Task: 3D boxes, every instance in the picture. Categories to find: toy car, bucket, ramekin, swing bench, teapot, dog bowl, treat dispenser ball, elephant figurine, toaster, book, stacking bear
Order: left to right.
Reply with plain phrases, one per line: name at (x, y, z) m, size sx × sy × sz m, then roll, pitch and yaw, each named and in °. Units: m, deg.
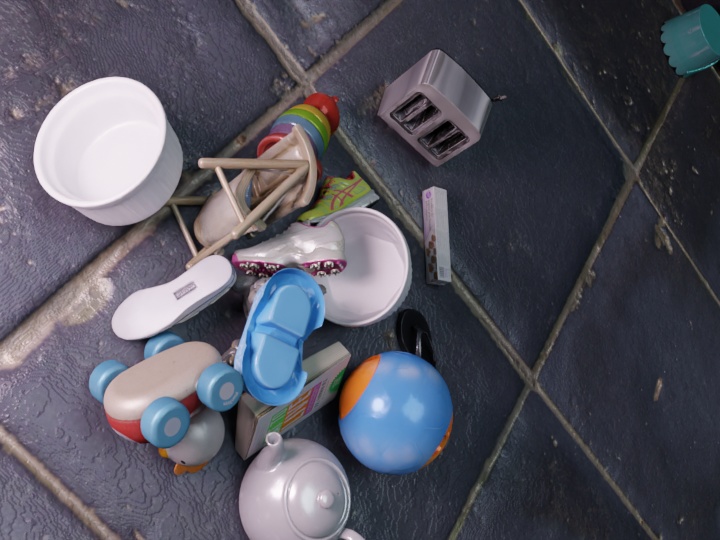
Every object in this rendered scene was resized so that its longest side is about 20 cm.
ramekin at (-0.354, -0.165, 1.012) m, size 0.195 × 0.098 × 0.205 m, roll -4°, pitch 69°, yaw 9°
toy car at (-0.263, 0.223, 1.008) m, size 0.175 × 0.182 × 0.204 m, roll -30°, pitch 123°, yaw -37°
swing bench at (-0.186, -0.115, 1.114) m, size 0.198 × 0.198 × 0.132 m, roll -28°, pitch 93°, yaw -37°
elephant figurine at (-0.155, 0.116, 1.130) m, size 0.141 × 0.152 × 0.205 m, roll 18°, pitch 73°, yaw -66°
dog bowl at (-0.123, 0.098, 1.037) m, size 0.110 × 0.049 × 0.204 m, roll 29°, pitch 65°, yaw -30°
book at (-0.110, 0.208, 1.126) m, size 0.198 × 0.135 × 0.048 m, roll -29°, pitch 60°, yaw -38°
stacking bear at (-0.099, -0.251, 1.282) m, size 0.114 × 0.120 × 0.202 m, roll 50°, pitch 44°, yaw -22°
teapot at (-0.083, 0.358, 1.087) m, size 0.197 × 0.145 × 0.203 m, roll 10°, pitch 71°, yaw -35°
ramekin at (0.000, 0.000, 1.225) m, size 0.105 × 0.195 × 0.205 m, roll 30°, pitch 51°, yaw -72°
treat dispenser ball at (0.059, 0.241, 1.190) m, size 0.197 × 0.199 × 0.206 m, roll 11°, pitch 70°, yaw -33°
toaster at (0.159, -0.332, 1.435) m, size 0.180 × 0.199 × 0.120 m, roll 37°, pitch 54°, yaw -22°
bucket at (1.098, -0.754, 2.293) m, size 0.204 × 0.134 × 0.213 m, roll 10°, pitch 72°, yaw -34°

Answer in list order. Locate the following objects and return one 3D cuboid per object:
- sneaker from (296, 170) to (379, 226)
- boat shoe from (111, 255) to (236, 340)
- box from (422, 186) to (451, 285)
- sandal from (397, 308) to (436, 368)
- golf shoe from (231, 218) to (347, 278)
sneaker at (-0.055, -0.127, 1.301) m, size 0.199 × 0.078 × 0.091 m, roll -30°, pitch 87°, yaw -44°
boat shoe at (-0.278, 0.045, 1.063) m, size 0.198 × 0.066 × 0.073 m, roll -34°, pitch 74°, yaw -7°
box at (0.158, -0.071, 1.457) m, size 0.041 × 0.038 × 0.205 m, roll 9°, pitch 72°, yaw -35°
sandal at (0.123, 0.172, 1.358) m, size 0.075 × 0.043 × 0.205 m, roll -6°, pitch 81°, yaw -37°
golf shoe at (-0.118, -0.037, 1.177) m, size 0.195 × 0.076 × 0.094 m, roll -1°, pitch 71°, yaw 5°
